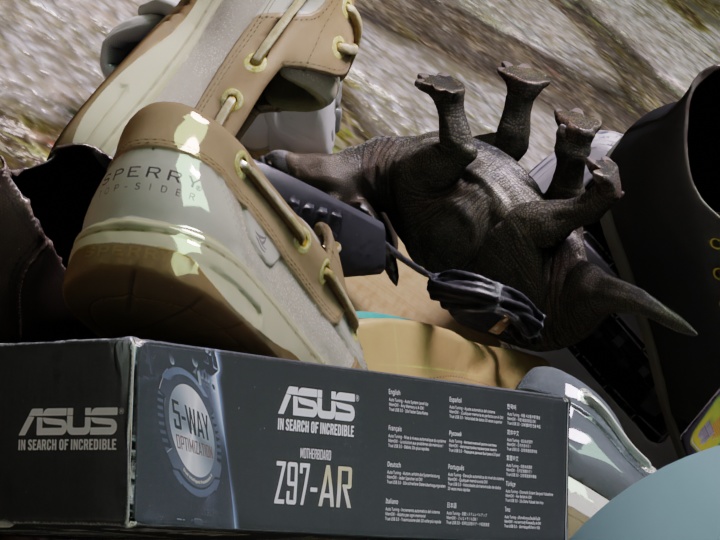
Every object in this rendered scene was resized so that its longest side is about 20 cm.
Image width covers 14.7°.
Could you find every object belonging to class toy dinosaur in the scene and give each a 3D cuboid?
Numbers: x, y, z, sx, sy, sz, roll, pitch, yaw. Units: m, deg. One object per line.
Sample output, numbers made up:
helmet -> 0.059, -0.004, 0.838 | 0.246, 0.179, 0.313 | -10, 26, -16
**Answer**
toy dinosaur -> 0.056, -0.016, 1.088 | 0.199, 0.103, 0.077 | 31, 30, 24

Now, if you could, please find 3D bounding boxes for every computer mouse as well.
computer mouse -> 0.000, 0.000, 0.973 | 0.058, 0.034, 0.199 | 18, -5, 45

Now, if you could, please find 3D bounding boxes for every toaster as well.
toaster -> 0.120, 0.016, 1.183 | 0.200, 0.114, 0.129 | 50, 7, 9

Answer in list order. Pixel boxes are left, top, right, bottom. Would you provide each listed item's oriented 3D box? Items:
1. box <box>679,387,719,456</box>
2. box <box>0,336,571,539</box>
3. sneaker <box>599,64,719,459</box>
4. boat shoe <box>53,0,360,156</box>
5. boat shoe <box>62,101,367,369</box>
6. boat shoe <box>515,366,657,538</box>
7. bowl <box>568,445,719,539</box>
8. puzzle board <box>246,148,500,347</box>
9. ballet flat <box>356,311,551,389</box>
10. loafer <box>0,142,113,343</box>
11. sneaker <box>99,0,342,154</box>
box -> 0.176, 0.119, 0.945 | 0.110, 0.035, 0.200 | 32, 19, -18
box -> -0.060, 0.050, 0.743 | 0.159, 0.044, 0.199 | -3, -8, 35
sneaker -> 0.152, 0.025, 1.049 | 0.201, 0.074, 0.106 | 63, -13, 8
boat shoe -> -0.037, -0.086, 1.071 | 0.066, 0.200, 0.074 | 39, -13, 2
boat shoe -> -0.031, 0.011, 0.867 | 0.073, 0.067, 0.200 | 5, -20, 15
boat shoe -> 0.126, 0.104, 1.034 | 0.199, 0.073, 0.062 | 33, 55, -22
bowl -> 0.119, 0.124, 0.767 | 0.200, 0.201, 0.105 | 28, 20, -25
puzzle board -> -0.026, -0.015, 1.204 | 0.199, 0.017, 0.151 | 35, 17, -1
ballet flat -> 0.026, 0.056, 1.031 | 0.199, 0.069, 0.063 | 7, 49, -56
loafer -> -0.089, -0.001, 0.899 | 0.073, 0.071, 0.200 | 55, 15, 6
sneaker -> -0.062, -0.096, 1.200 | 0.099, 0.079, 0.200 | 4, 9, -7
